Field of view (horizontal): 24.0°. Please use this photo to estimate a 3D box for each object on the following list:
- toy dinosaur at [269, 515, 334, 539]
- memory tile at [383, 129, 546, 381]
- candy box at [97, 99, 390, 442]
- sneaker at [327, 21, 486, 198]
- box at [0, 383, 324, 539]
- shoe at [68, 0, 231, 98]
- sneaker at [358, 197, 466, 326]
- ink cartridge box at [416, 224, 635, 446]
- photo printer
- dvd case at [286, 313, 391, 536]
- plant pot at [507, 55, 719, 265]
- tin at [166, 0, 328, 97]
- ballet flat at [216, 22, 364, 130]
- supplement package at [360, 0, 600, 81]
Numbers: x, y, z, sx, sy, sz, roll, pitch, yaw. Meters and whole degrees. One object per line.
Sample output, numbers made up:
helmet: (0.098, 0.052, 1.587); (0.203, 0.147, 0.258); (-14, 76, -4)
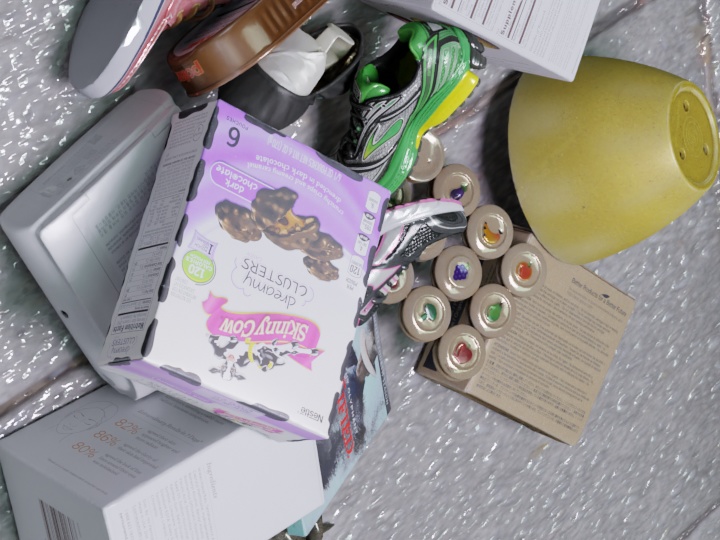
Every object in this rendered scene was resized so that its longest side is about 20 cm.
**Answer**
toy dinosaur: (-0.062, 0.217, 1.479); (0.199, 0.076, 0.103); (-1, 82, -54)
memory tile: (0.071, -0.015, 1.516); (0.200, 0.017, 0.154); (46, 70, -16)
candy box: (-0.081, 0.004, 1.239); (0.167, 0.071, 0.202); (26, 69, -32)
sneaker: (0.012, -0.129, 1.404); (0.085, 0.078, 0.201); (18, 119, -38)
box: (-0.153, 0.158, 1.318); (0.199, 0.152, 0.107); (-27, 121, -35)
shoe: (-0.138, -0.206, 1.260); (0.091, 0.071, 0.202); (31, 79, -43)
sneaker: (0.000, 0.000, 1.434); (0.198, 0.080, 0.087); (-20, 95, -12)
ink cartridge box: (0.165, 0.063, 1.653); (0.199, 0.075, 0.166); (29, 82, -45)
photo printer: (-0.166, -0.012, 1.301); (0.167, 0.069, 0.201); (-47, 131, -24)
dvd case: (-0.026, 0.112, 1.466); (0.200, 0.022, 0.147); (-52, 139, -54)
plant pot: (0.250, -0.113, 1.579); (0.199, 0.141, 0.202); (12, 74, -49)
tin: (-0.068, -0.206, 1.299); (0.200, 0.112, 0.042); (-46, 107, -28)
ballet flat: (-0.051, -0.162, 1.327); (0.069, 0.068, 0.200); (-53, 175, 27)
supplement package: (0.102, -0.250, 1.451); (0.199, 0.113, 0.111); (18, 91, -45)
